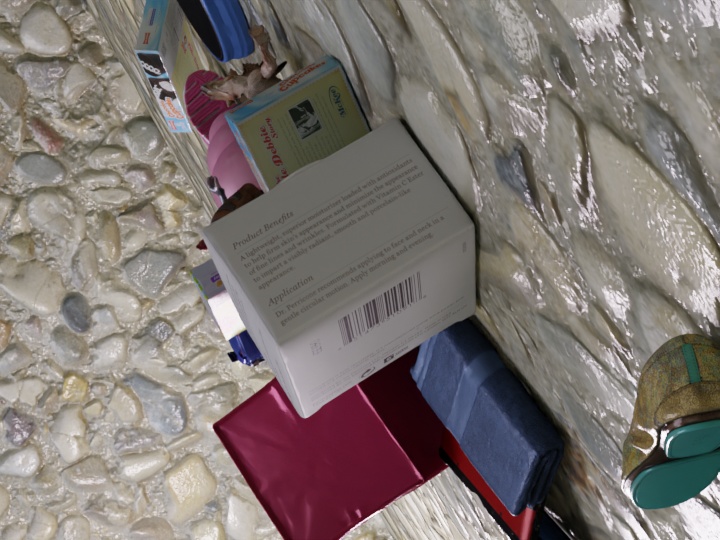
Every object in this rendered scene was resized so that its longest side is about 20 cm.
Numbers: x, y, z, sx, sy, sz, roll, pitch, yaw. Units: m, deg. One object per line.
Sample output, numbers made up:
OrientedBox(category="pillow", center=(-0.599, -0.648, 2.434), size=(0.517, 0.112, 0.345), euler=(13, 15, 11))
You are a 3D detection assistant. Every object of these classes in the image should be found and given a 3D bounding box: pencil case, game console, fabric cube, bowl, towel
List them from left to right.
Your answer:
OrientedBox(category="bowl", center=(-0.196, -0.341, 1.617), size=(0.201, 0.039, 0.201), euler=(57, 171, 15))
OrientedBox(category="pencil case", center=(-0.088, 0.071, 1.844), size=(0.078, 0.199, 0.087), euler=(116, 137, -72))
OrientedBox(category="fabric cube", center=(-0.011, 0.190, 1.580), size=(0.197, 0.200, 0.199), euler=(57, -157, 9))
OrientedBox(category="towel", center=(0.123, 0.131, 1.307), size=(0.200, 0.048, 0.112), euler=(54, 145, 36))
OrientedBox(category="game console", center=(0.178, 0.211, 1.428), size=(0.200, 0.118, 0.173), euler=(-135, 48, -56))

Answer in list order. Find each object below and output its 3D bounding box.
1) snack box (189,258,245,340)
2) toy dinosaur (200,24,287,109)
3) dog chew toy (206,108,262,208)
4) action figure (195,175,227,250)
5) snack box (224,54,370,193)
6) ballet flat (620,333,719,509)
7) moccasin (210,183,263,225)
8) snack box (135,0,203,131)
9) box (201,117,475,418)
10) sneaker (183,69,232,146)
OrientedBox(category="snack box", center=(-0.111, -0.002, 1.735), size=(0.053, 0.199, 0.142), euler=(56, 171, 22))
OrientedBox(category="toy dinosaur", center=(-0.077, -0.169, 1.411), size=(0.200, 0.086, 0.136), euler=(41, 178, 11))
OrientedBox(category="dog chew toy", center=(-0.144, -0.142, 1.754), size=(0.200, 0.124, 0.125), euler=(-119, 4, -48))
OrientedBox(category="action figure", center=(-0.108, -0.039, 1.596), size=(0.134, 0.199, 0.150), euler=(23, 121, 51))
OrientedBox(category="snack box", center=(-0.036, -0.092, 1.298), size=(0.037, 0.116, 0.201), euler=(44, 162, 59))
OrientedBox(category="ballet flat", center=(0.194, 0.092, 0.825), size=(0.071, 0.071, 0.200), euler=(55, 171, 23))
OrientedBox(category="moccasin", center=(-0.075, -0.001, 1.385), size=(0.073, 0.078, 0.202), euler=(-12, 122, 49))
OrientedBox(category="snack box", center=(-0.275, -0.305, 1.959), size=(0.200, 0.037, 0.117), euler=(75, -160, -60))
OrientedBox(category="box", center=(-0.012, 0.003, 1.201), size=(0.131, 0.198, 0.200), euler=(56, 171, 23))
OrientedBox(category="sneaker", center=(-0.197, -0.198, 1.962), size=(0.201, 0.081, 0.088), euler=(61, 169, -9))
